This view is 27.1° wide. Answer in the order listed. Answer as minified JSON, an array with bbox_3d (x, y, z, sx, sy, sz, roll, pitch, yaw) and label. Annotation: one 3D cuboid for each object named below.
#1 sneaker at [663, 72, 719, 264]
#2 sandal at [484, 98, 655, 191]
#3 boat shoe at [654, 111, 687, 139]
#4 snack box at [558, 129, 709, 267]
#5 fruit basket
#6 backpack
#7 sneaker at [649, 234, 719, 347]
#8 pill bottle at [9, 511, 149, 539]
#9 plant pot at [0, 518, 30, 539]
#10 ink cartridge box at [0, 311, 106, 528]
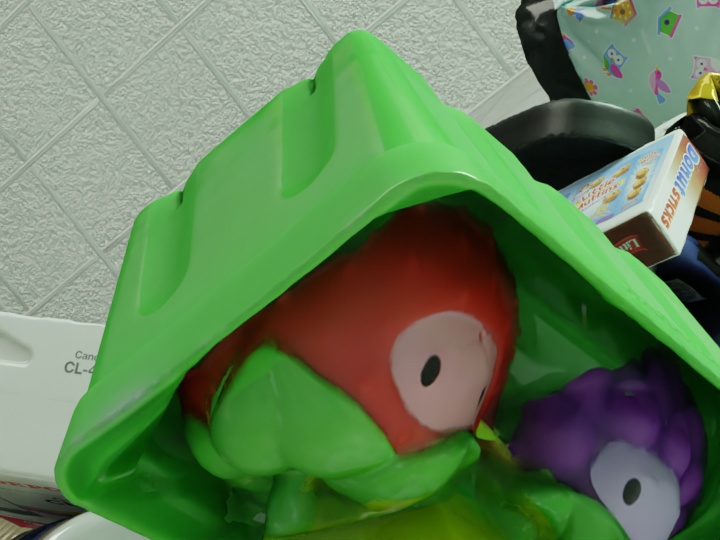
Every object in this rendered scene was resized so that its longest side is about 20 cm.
[{"bbox_3d":[0.155,-0.043,0.648,0.070,0.090,0.199,-41,16,-33],"label":"sneaker"},{"bbox_3d":[0.063,-0.030,0.696,0.200,0.075,0.049,151,128,-67],"label":"sandal"},{"bbox_3d":[0.113,-0.009,0.782,0.199,0.067,0.074,-30,-37,-2],"label":"boat shoe"},{"bbox_3d":[0.050,0.006,0.628,0.199,0.024,0.072,-28,16,34],"label":"snack box"},{"bbox_3d":[0.027,0.071,0.391,0.155,0.216,0.216,-37,6,22],"label":"fruit basket"},{"bbox_3d":[0.217,-0.147,0.969,0.199,0.168,0.127,-21,24,28],"label":"backpack"},{"bbox_3d":[0.102,0.032,0.639,0.115,0.081,0.199,-35,12,-1],"label":"sneaker"},{"bbox_3d":[-0.153,0.190,0.799,0.111,0.111,0.200,-42,6,-28],"label":"pill bottle"},{"bbox_3d":[-0.342,0.276,1.439,0.200,0.093,0.201,-38,5,4],"label":"plant pot"},{"bbox_3d":[-0.164,0.093,0.836,0.200,0.146,0.087,52,-134,-66],"label":"ink cartridge box"}]
